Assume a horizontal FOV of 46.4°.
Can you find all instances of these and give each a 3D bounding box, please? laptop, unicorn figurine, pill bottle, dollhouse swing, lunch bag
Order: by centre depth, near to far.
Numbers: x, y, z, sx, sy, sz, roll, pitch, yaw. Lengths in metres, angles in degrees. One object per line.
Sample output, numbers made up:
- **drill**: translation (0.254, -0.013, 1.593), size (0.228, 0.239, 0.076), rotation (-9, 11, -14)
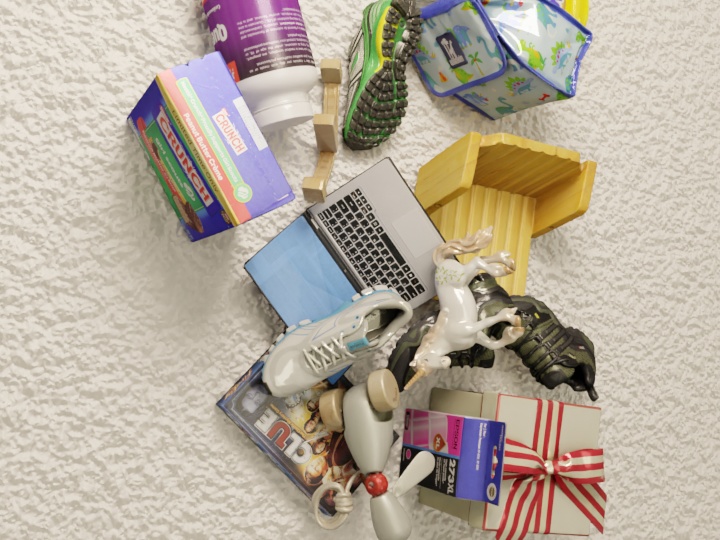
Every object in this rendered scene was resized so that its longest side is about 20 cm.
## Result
- **pill bottle**: translation (-0.118, -0.270, 1.000), size (0.112, 0.112, 0.200), rotation (-16, 93, -25)
- **unicorn figurine**: translation (0.125, 0.053, 1.020), size (0.074, 0.137, 0.200), rotation (54, 30, -58)
- **laptop**: translation (0.000, 0.000, 1.031), size (0.200, 0.116, 0.187), rotation (-32, 103, 15)
- **lunch bag**: translation (0.168, -0.293, 1.099), size (0.200, 0.170, 0.128), rotation (27, 75, -27)
- **dollhouse swing**: translation (0.187, -0.055, 1.110), size (0.200, 0.182, 0.176), rotation (10, 70, -25)

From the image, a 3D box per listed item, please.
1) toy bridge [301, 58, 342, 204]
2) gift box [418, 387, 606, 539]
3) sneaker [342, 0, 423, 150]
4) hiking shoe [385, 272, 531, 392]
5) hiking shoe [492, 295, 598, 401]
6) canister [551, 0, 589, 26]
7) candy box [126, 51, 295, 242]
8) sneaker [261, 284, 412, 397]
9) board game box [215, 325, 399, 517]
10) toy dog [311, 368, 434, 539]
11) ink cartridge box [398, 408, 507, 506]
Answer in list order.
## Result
- **toy bridge**: translation (-0.044, -0.171, 1.051), size (0.027, 0.067, 0.200), rotation (3, 64, 7)
- **gift box**: translation (0.199, 0.255, 1.073), size (0.184, 0.187, 0.200), rotation (6, 83, -25)
- **sneaker**: translation (0.019, -0.252, 1.090), size (0.078, 0.085, 0.200), rotation (14, 95, -38)
- **hiking shoe**: translation (0.120, 0.096, 1.071), size (0.200, 0.076, 0.101), rotation (-44, 68, 2)
- **hiking shoe**: translation (0.250, 0.106, 1.141), size (0.200, 0.076, 0.101), rotation (25, 34, -22)
- **canister**: translation (0.216, -0.408, 1.184), size (0.200, 0.087, 0.149), rotation (3, 85, -24)
- **candy box**: translation (-0.170, -0.125, 0.916), size (0.077, 0.200, 0.169), rotation (-30, 99, -24)
- **sneaker**: translation (-0.025, 0.082, 0.977), size (0.200, 0.087, 0.075), rotation (-34, 104, -12)
- **board game box**: translation (-0.061, 0.186, 1.038), size (0.200, 0.035, 0.136), rotation (48, 69, -15)
- **toy dog**: translation (0.021, 0.215, 1.007), size (0.096, 0.132, 0.200), rotation (5, 88, -63)
- **ink cartridge box**: translation (0.108, 0.223, 1.024), size (0.037, 0.200, 0.095), rotation (10, 81, -25)
